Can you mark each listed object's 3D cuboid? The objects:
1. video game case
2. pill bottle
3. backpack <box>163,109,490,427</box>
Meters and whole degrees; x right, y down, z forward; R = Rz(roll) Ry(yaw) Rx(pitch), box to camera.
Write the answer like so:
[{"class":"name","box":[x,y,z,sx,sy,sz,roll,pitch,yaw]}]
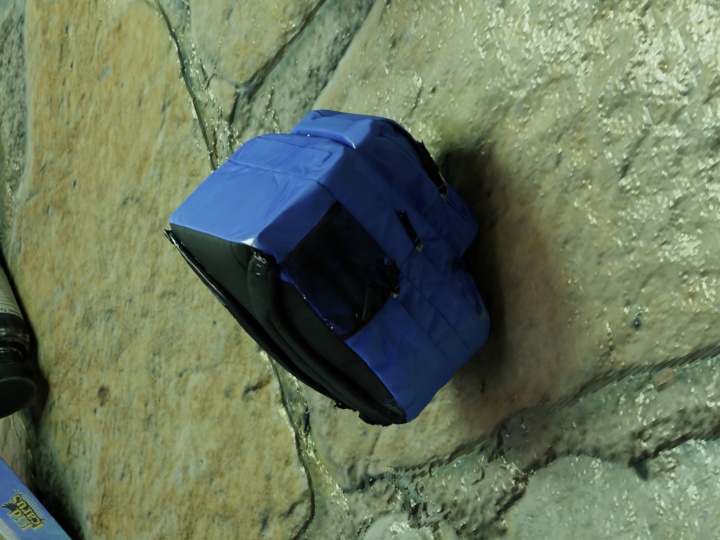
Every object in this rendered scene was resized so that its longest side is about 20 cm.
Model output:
[{"class":"video game case","box":[-0.391,0.228,2.678,0.200,0.045,0.181,54,166,-26]},{"class":"pill bottle","box":[-0.416,0.056,2.677,0.200,0.112,0.112,65,152,26]},{"class":"backpack","box":[0.000,0.000,1.741,0.200,0.168,0.162,52,168,-24]}]
